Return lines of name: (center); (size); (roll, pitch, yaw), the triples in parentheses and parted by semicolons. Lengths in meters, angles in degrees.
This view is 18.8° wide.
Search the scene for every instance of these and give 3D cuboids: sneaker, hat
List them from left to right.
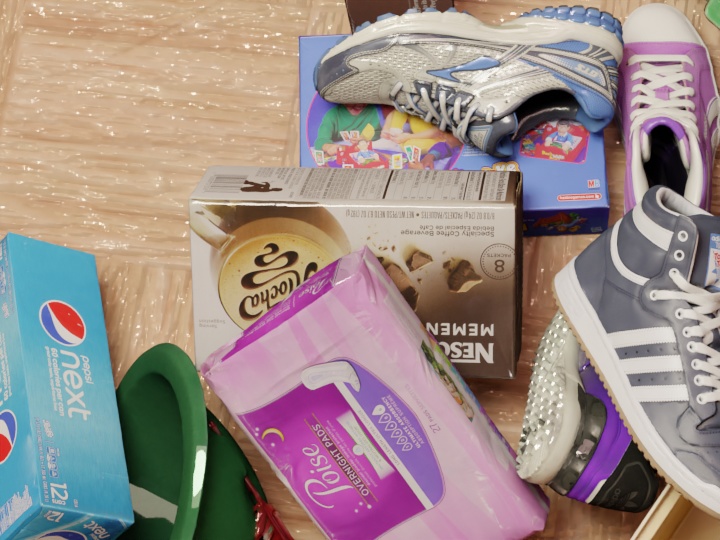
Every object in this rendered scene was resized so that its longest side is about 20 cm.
hat: (-0.060, 0.157, 1.339); (0.176, 0.166, 0.201); (12, 75, -27)
sneaker: (0.069, -0.116, 1.371); (0.199, 0.077, 0.085); (-4, 73, 4)
sneaker: (0.158, 0.075, 1.323); (0.099, 0.070, 0.200); (25, 41, -5)
sneaker: (0.197, -0.097, 1.380); (0.072, 0.114, 0.201); (-4, 67, 5)
sneaker: (0.193, 0.041, 1.230); (0.109, 0.070, 0.200); (-50, 54, 27)

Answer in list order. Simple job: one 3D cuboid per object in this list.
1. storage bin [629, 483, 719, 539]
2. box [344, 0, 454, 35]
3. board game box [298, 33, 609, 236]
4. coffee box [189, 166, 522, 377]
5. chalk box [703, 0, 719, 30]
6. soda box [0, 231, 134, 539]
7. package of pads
storage bin: (0.242, 0.218, 1.263); (0.200, 0.094, 0.199); (33, 75, 16)
box: (0.010, -0.253, 1.439); (0.075, 0.100, 0.200); (-10, 54, 0)
board game box: (0.060, -0.090, 1.425); (0.199, 0.045, 0.135); (-2, 69, 4)
coffee box: (0.000, 0.000, 1.344); (0.199, 0.080, 0.113); (2, 108, 6)
chalk box: (0.286, -0.221, 1.377); (0.125, 0.124, 0.200); (37, 63, -15)
soda box: (-0.195, 0.079, 1.338); (0.068, 0.064, 0.200); (16, 47, -36)
package of pads: (0.009, 0.099, 1.284); (0.120, 0.076, 0.200); (-34, 101, 14)
